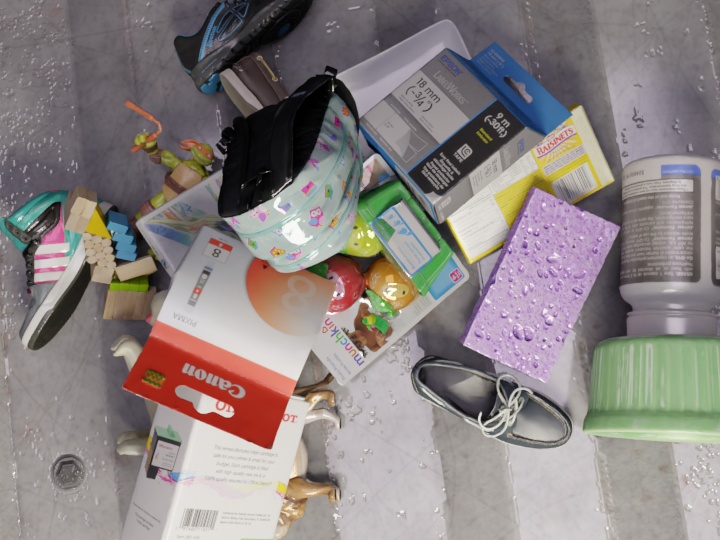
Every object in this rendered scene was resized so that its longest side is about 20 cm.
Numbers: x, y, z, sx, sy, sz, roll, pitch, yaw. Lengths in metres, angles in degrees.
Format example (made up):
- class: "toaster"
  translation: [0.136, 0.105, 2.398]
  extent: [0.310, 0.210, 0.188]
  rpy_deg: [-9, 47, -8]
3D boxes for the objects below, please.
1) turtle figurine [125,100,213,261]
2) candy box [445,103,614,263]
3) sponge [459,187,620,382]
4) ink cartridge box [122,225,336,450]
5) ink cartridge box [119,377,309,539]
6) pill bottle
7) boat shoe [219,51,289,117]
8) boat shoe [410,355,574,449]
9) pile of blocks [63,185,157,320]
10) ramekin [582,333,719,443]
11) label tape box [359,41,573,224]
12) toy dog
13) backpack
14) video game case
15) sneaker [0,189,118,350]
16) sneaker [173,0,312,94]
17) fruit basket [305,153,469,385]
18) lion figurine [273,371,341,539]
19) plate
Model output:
- class: "turtle figurine"
  translation: [-0.230, -0.101, 1.091]
  extent: [0.199, 0.064, 0.162]
  rpy_deg: [35, 99, -8]
- class: "candy box"
  translation: [0.189, -0.101, 1.045]
  extent: [0.199, 0.026, 0.103]
  rpy_deg: [-30, 106, 3]
- class: "sponge"
  translation: [0.206, 0.016, 1.030]
  extent: [0.111, 0.030, 0.202]
  rpy_deg: [25, 93, -5]
- class: "ink cartridge box"
  translation: [-0.127, 0.061, 0.903]
  extent: [0.161, 0.050, 0.201]
  rpy_deg: [24, 44, -5]
- class: "ink cartridge box"
  translation: [-0.154, 0.216, 0.953]
  extent: [0.084, 0.144, 0.202]
  rpy_deg: [12, 85, 46]
- class: "pill bottle"
  translation: [0.347, -0.019, 0.991]
  extent: [0.112, 0.114, 0.202]
  rpy_deg: [3, 83, 7]
- class: "boat shoe"
  translation: [-0.087, -0.176, 1.082]
  extent: [0.059, 0.072, 0.200]
  rpy_deg: [-39, 88, -14]
- class: "boat shoe"
  translation: [0.152, 0.151, 1.025]
  extent: [0.199, 0.062, 0.075]
  rpy_deg: [27, 86, 8]
- class: "pile of blocks"
  translation: [-0.290, -0.029, 1.055]
  extent: [0.081, 0.201, 0.062]
  rpy_deg: [-15, 43, -7]
- class: "ramekin"
  translation: [0.337, 0.128, 0.943]
  extent: [0.198, 0.200, 0.099]
  rpy_deg: [2, 78, 7]
- class: "label tape box"
  translation: [0.118, -0.173, 1.007]
  extent: [0.200, 0.063, 0.144]
  rpy_deg: [-39, 66, -2]
- class: "toy dog"
  translation: [-0.197, 0.110, 1.035]
  extent: [0.192, 0.140, 0.202]
  rpy_deg: [4, 85, -6]
- class: "backpack"
  translation: [-0.070, -0.099, 0.937]
  extent: [0.166, 0.201, 0.127]
  rpy_deg: [-29, 123, 26]
- class: "video game case"
  translation: [-0.126, -0.029, 1.023]
  extent: [0.200, 0.022, 0.183]
  rpy_deg: [-37, 97, -31]
- class: "sneaker"
  translation: [-0.395, -0.015, 1.092]
  extent: [0.120, 0.084, 0.201]
  rpy_deg: [25, 80, 3]
- class: "sneaker"
  translation: [-0.143, -0.311, 1.099]
  extent: [0.199, 0.073, 0.082]
  rpy_deg: [-39, 80, 1]
- class: "fruit basket"
  translation: [0.000, 0.000, 1.012]
  extent: [0.200, 0.094, 0.186]
  rpy_deg: [-40, 100, -9]
- class: "lion figurine"
  translation: [-0.086, 0.215, 1.043]
  extent: [0.121, 0.072, 0.202]
  rpy_deg: [1, 82, 8]
- class: "plate"
  translation: [0.064, -0.173, 1.082]
  extent: [0.199, 0.032, 0.201]
  rpy_deg: [-26, 82, 4]
